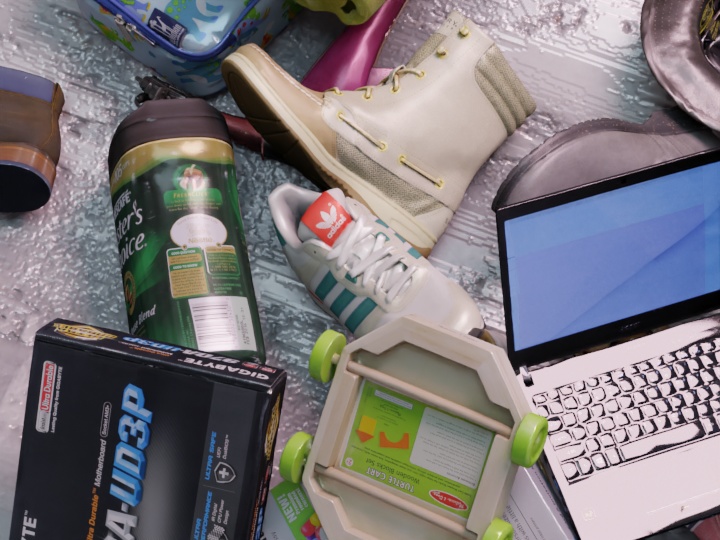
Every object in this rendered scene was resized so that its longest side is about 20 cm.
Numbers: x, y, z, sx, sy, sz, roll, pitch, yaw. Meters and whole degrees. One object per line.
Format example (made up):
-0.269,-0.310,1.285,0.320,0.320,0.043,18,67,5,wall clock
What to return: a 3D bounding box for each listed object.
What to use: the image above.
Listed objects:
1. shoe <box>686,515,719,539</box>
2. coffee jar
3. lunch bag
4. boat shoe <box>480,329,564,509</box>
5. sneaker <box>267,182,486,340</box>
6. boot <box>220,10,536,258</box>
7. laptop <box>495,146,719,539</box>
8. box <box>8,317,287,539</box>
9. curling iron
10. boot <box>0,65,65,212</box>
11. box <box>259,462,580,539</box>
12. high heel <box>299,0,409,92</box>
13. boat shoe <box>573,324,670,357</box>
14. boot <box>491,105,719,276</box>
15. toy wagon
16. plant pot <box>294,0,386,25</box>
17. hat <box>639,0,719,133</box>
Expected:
0.308,0.125,1.164,0.200,0.072,0.091,-42,78,-9,shoe
-0.122,-0.013,1.199,0.085,0.104,0.202,-3,68,-18,coffee jar
-0.113,-0.242,1.297,0.160,0.083,0.200,37,74,16,lunch bag
0.112,0.134,1.161,0.070,0.069,0.202,-19,80,34,boat shoe
0.000,0.000,1.152,0.070,0.094,0.200,-44,37,-8,sneaker
0.015,-0.125,1.217,0.200,0.072,0.155,41,81,-17,boot
0.191,0.048,1.093,0.176,0.103,0.201,-15,66,-14,laptop
-0.140,0.144,1.119,0.158,0.046,0.202,13,104,8,box
-0.075,-0.094,1.263,0.199,0.050,0.026,23,102,-1,curling iron
-0.310,-0.101,1.266,0.198,0.075,0.097,8,53,3,boot
0.029,0.176,1.124,0.199,0.041,0.157,-35,72,15,box
-0.005,-0.203,1.283,0.095,0.067,0.202,3,73,-9,high heel
0.185,0.055,1.185,0.075,0.074,0.201,-15,71,-5,boat shoe
0.198,-0.039,1.188,0.199,0.070,0.132,-19,62,-27,boot
0.025,0.131,1.081,0.154,0.040,0.201,21,101,23,toy wagon
0.005,-0.278,1.191,0.200,0.201,0.185,35,78,13,plant pot
0.298,-0.153,1.256,0.199,0.081,0.202,-1,64,3,hat
